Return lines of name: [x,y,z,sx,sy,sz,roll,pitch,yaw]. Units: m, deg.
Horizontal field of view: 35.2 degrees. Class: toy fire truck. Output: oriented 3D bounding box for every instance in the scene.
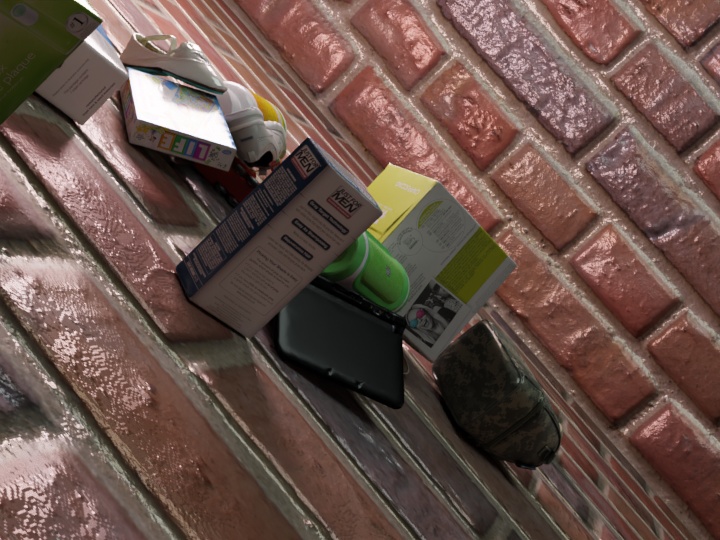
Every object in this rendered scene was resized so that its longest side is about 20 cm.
toy fire truck: [-0.183,-0.143,1.659,0.200,0.049,0.141,44,10,-16]

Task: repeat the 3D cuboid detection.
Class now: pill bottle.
pill bottle: [-0.197,-0.230,1.758,0.111,0.111,0.200,50,10,14]

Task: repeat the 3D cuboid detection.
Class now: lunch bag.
lunch bag: [0.225,0.205,1.798,0.168,0.139,0.200,41,12,-32]

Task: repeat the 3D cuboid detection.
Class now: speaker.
speaker: [0.000,0.000,1.485,0.089,0.088,0.200,52,6,27]

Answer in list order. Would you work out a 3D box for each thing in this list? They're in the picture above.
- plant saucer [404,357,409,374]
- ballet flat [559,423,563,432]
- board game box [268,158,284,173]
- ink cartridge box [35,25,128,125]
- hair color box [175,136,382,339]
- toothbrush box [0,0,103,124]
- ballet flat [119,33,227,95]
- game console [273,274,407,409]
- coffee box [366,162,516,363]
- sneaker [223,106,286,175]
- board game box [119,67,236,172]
plant saucer: [-0.009,0.078,1.595,0.200,0.032,0.200,47,9,-9]
ballet flat: [0.355,0.300,2.268,0.069,0.069,0.200,43,12,-24]
board game box: [-0.065,-0.053,1.553,0.201,0.019,0.103,68,12,10]
ink cartridge box: [-0.368,-0.274,1.253,0.200,0.084,0.146,38,13,-42]
hair color box: [-0.085,-0.031,1.182,0.100,0.200,0.061,39,12,-44]
toothbrush box: [-0.350,-0.235,0.992,0.086,0.146,0.200,53,10,27]
ballet flat: [-0.269,-0.304,1.636,0.199,0.070,0.069,19,-7,32]
game console: [-0.049,0.073,1.383,0.200,0.117,0.176,28,-12,-33]
coffee box: [0.077,-0.018,1.741,0.198,0.200,0.200,44,-4,-23]
sneaker: [-0.150,-0.171,1.629,0.200,0.074,0.082,18,58,-78]
board game box: [-0.246,-0.204,1.511,0.134,0.034,0.200,16,23,-23]
